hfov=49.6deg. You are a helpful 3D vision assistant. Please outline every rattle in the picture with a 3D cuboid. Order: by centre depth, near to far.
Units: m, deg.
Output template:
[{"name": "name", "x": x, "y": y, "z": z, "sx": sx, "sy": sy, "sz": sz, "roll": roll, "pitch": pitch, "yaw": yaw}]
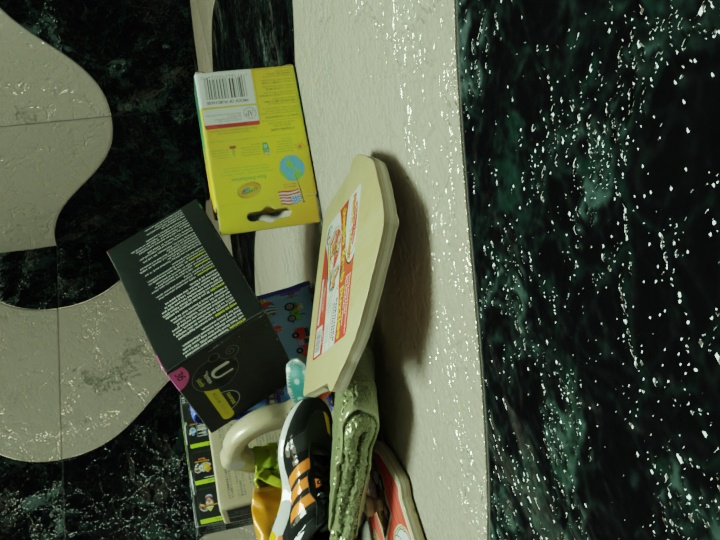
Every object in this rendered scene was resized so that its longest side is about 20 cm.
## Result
[{"name": "rattle", "x": -0.076, "y": 0.210, "z": 0.897, "sx": 0.200, "sy": 0.129, "sz": 0.145, "roll": -42, "pitch": 32, "yaw": 29}]

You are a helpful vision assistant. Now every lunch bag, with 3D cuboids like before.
[{"name": "lunch bag", "x": -0.144, "y": 0.112, "z": 1.005, "sx": 0.095, "sy": 0.195, "sz": 0.152, "roll": 97, "pitch": 160, "yaw": -45}]

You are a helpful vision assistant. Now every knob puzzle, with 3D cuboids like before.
[{"name": "knob puzzle", "x": 0.000, "y": 0.000, "z": 0.638, "sx": 0.219, "sy": 0.030, "sz": 0.225, "roll": -168, "pitch": 89, "yaw": -76}, {"name": "knob puzzle", "x": 0.022, "y": 0.258, "z": 0.758, "sx": 0.219, "sy": 0.030, "sz": 0.226, "roll": 172, "pitch": 90, "yaw": -77}]

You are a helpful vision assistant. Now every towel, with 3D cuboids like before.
[{"name": "towel", "x": -0.008, "y": 0.152, "z": 0.745, "sx": 0.150, "sy": 0.035, "sz": 0.204, "roll": -92, "pitch": 6, "yaw": -53}]

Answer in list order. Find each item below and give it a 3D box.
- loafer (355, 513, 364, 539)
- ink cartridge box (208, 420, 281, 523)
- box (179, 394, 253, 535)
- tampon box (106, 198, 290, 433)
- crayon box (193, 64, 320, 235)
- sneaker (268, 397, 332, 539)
[{"name": "loafer", "x": -0.040, "y": 0.306, "z": 0.958, "sx": 0.202, "sy": 0.068, "sz": 0.076, "roll": 98, "pitch": 159, "yaw": -49}, {"name": "ink cartridge box", "x": -0.124, "y": 0.217, "z": 1.056, "sx": 0.076, "sy": 0.161, "sz": 0.204, "roll": 97, "pitch": 160, "yaw": -57}, {"name": "box", "x": -0.148, "y": 0.255, "z": 1.108, "sx": 0.048, "sy": 0.195, "sz": 0.197, "roll": 109, "pitch": 149, "yaw": -56}, {"name": "tampon box", "x": -0.184, "y": 0.052, "z": 0.914, "sx": 0.201, "sy": 0.125, "sz": 0.151, "roll": 53, "pitch": 169, "yaw": 36}, {"name": "crayon box", "x": -0.127, "y": -0.141, "z": 0.943, "sx": 0.051, "sy": 0.124, "sz": 0.205, "roll": 129, "pitch": 132, "yaw": -71}, {"name": "sneaker", "x": -0.043, "y": 0.240, "z": 0.831, "sx": 0.089, "sy": 0.069, "sz": 0.205, "roll": -3, "pitch": 75, "yaw": 45}]
